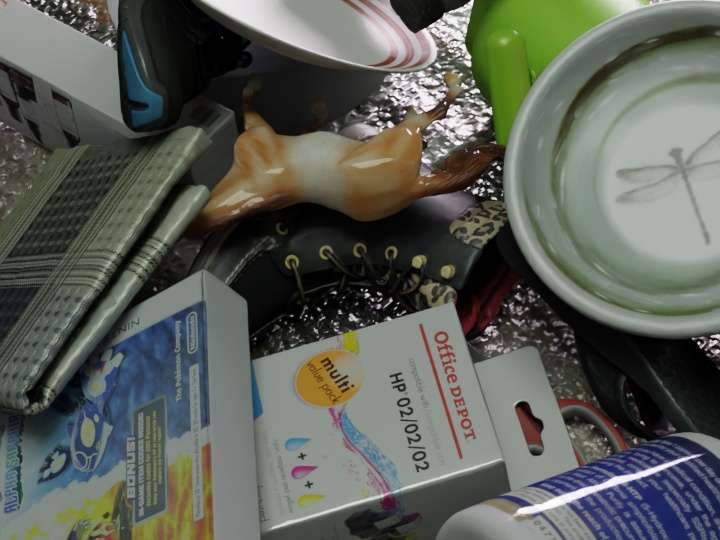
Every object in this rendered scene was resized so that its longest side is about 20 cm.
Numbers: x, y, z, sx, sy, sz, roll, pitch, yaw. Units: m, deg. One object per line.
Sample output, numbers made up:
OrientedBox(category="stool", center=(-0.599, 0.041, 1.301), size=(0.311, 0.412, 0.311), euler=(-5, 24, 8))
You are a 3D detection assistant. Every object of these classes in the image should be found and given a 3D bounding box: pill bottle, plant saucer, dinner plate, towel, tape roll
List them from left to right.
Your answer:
OrientedBox(category="towel", center=(-0.180, 0.001, 1.061), size=(0.192, 0.035, 0.200), euler=(-2, 50, 54))
OrientedBox(category="tape roll", center=(-0.073, -0.182, 1.243), size=(0.199, 0.066, 0.201), euler=(-4, 51, 5))
OrientedBox(category="dinner plate", center=(-0.047, -0.166, 1.111), size=(0.199, 0.024, 0.200), euler=(21, 23, -9))
OrientedBox(category="pill bottle", center=(0.146, 0.148, 0.892), size=(0.199, 0.120, 0.120), euler=(-16, 49, -26))
OrientedBox(category="plant saucer", center=(0.181, -0.052, 1.001), size=(0.199, 0.050, 0.201), euler=(-7, 68, 16))

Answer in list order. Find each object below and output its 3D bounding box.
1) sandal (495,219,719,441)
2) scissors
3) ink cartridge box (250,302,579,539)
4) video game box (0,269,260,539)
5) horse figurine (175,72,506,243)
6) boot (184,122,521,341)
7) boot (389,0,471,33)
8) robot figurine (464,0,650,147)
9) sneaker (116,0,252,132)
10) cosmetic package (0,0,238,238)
OrientedBox(category="sandal", center=(0.150, 0.048, 1.024), size=(0.201, 0.048, 0.075), euler=(48, 33, 17))
OrientedBox(category="scissors", center=(0.088, 0.065, 1.052), size=(0.073, 0.014, 0.200), euler=(-27, 49, -4))
OrientedBox(category="ink cartridge box", center=(0.014, 0.093, 0.995), size=(0.199, 0.068, 0.115), euler=(-16, 51, 0))
OrientedBox(category="video game box", center=(-0.139, 0.120, 0.967), size=(0.182, 0.047, 0.201), euler=(-30, 45, 25))
OrientedBox(category="horse figurine", center=(-0.012, -0.067, 1.059), size=(0.199, 0.050, 0.133), euler=(4, 40, 15))
OrientedBox(category="boot", center=(0.000, 0.000, 1.076), size=(0.150, 0.073, 0.200), euler=(25, 51, 31))
OrientedBox(category="boot", center=(0.057, -0.234, 1.163), size=(0.131, 0.070, 0.200), euler=(-27, 47, -4))
OrientedBox(category="robot figurine", center=(0.148, -0.119, 1.126), size=(0.175, 0.116, 0.200), euler=(-13, 47, -31))
OrientedBox(category="sneaker", center=(-0.106, -0.144, 1.100), size=(0.081, 0.074, 0.200), euler=(3, 30, -4))
OrientedBox(category="cosmetic package", center=(-0.165, -0.099, 1.178), size=(0.200, 0.083, 0.051), euler=(29, 62, 28))
